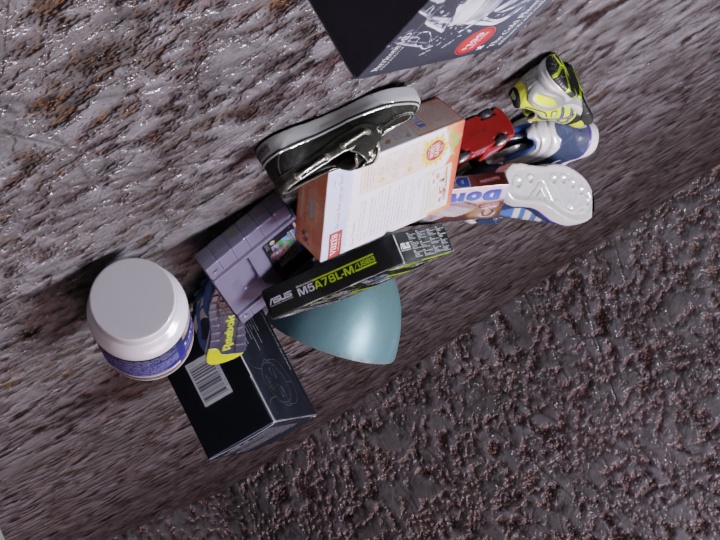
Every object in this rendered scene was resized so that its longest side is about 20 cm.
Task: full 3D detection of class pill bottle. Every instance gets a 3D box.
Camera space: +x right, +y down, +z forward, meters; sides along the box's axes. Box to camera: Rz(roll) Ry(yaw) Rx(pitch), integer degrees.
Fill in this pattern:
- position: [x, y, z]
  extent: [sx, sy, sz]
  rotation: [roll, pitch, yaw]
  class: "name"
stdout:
- position: [-0.254, 0.055, 1.527]
  extent: [0.116, 0.116, 0.200]
  rotation: [-28, 170, -10]
  class: "pill bottle"

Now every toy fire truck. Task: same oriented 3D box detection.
- position: [0.097, -0.137, 1.754]
  extent: [0.200, 0.049, 0.141]
  rotation: [-26, 169, -27]
  class: "toy fire truck"

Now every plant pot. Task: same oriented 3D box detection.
- position: [-0.022, 0.036, 1.946]
  extent: [0.200, 0.200, 0.135]
  rotation: [-4, 115, -67]
  class: "plant pot"

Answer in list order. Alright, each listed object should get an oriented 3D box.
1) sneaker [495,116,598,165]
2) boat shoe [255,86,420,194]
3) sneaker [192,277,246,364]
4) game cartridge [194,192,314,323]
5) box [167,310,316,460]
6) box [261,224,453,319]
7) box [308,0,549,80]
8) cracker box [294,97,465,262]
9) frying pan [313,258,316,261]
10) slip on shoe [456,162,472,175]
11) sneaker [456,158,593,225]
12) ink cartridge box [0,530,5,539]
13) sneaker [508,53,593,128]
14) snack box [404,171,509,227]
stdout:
- position: [0.231, -0.174, 1.919]
  extent: [0.146, 0.081, 0.200]
  rotation: [-1, 167, -34]
  class: "sneaker"
- position: [-0.014, -0.136, 1.422]
  extent: [0.200, 0.064, 0.071]
  rotation: [-26, 168, -22]
  class: "boat shoe"
- position: [-0.187, 0.039, 1.772]
  extent: [0.074, 0.082, 0.200]
  rotation: [-8, 141, -27]
  class: "sneaker"
- position: [-0.124, -0.012, 1.637]
  extent: [0.130, 0.038, 0.200]
  rotation: [-36, 158, -5]
  class: "game cartridge"
- position: [-0.185, 0.161, 1.971]
  extent: [0.124, 0.200, 0.197]
  rotation: [-31, 169, 13]
  class: "box"
- position: [0.000, 0.000, 1.687]
  extent: [0.193, 0.048, 0.200]
  rotation: [-26, 175, 23]
  class: "box"
- position: [0.084, -0.256, 1.030]
  extent: [0.182, 0.104, 0.200]
  rotation: [-19, 164, -41]
  class: "box"
- position: [0.021, -0.107, 1.540]
  extent: [0.200, 0.058, 0.134]
  rotation: [-24, 141, -30]
  class: "cracker box"
- position: [-0.102, -0.009, 1.861]
  extent: [0.190, 0.031, 0.115]
  rotation: [-32, 170, 27]
  class: "frying pan"
- position: [0.154, -0.121, 1.949]
  extent: [0.076, 0.061, 0.200]
  rotation: [-31, 169, 8]
  class: "slip on shoe"
- position: [0.213, -0.103, 1.860]
  extent: [0.200, 0.081, 0.146]
  rotation: [9, 169, -40]
  class: "sneaker"
- position: [-0.743, 0.510, 2.401]
  extent: [0.145, 0.084, 0.200]
  rotation: [-23, 168, -34]
  class: "ink cartridge box"
- position: [0.247, -0.226, 1.720]
  extent: [0.076, 0.075, 0.200]
  rotation: [-26, 161, 18]
  class: "sneaker"
- position: [0.088, -0.088, 1.707]
  extent: [0.200, 0.024, 0.072]
  rotation: [-7, 146, -13]
  class: "snack box"
